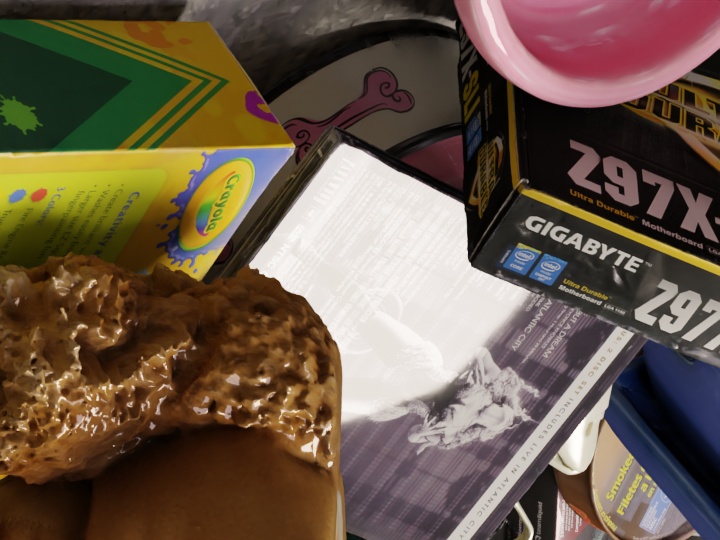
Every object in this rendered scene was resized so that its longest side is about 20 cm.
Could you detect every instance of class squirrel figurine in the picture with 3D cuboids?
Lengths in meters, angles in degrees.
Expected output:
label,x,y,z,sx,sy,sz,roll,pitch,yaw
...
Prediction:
label,x,y,z,sx,sy,sz,roll,pitch,yaw
squirrel figurine,-0.100,0.086,1.073,0.186,0.142,0.200,1,102,3

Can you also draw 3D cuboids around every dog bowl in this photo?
label,x,y,z,sx,sy,sz,roll,pitch,yaw
dog bowl,0.000,0.000,1.250,0.200,0.074,0.200,-31,150,-21

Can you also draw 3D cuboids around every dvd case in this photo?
label,x,y,z,sx,sy,sz,roll,pitch,yaw
dvd case,0.015,0.037,1.195,0.200,0.016,0.149,25,108,-40

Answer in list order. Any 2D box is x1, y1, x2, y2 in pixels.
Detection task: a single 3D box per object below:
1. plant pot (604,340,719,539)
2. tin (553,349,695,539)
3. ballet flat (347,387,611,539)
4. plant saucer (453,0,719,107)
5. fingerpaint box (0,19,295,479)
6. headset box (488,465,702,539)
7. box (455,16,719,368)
label,x,y,z,sx,sy,sz,roll,pitch,yaw
plant pot,0.238,0.047,1.364,0.200,0.200,0.180,-14,141,-38
tin,0.163,0.039,1.467,0.112,0.042,0.200,30,87,-47
ballet flat,0.063,0.082,1.308,0.200,0.063,0.069,-47,-168,5
plant saucer,0.100,-0.161,1.121,0.200,0.051,0.201,-26,133,-32
fingerpaint box,-0.146,0.000,1.103,0.167,0.073,0.200,-4,140,-44
headset box,0.132,0.137,1.556,0.200,0.077,0.149,-13,113,-39
box,0.135,-0.032,1.194,0.200,0.160,0.049,22,127,-16
